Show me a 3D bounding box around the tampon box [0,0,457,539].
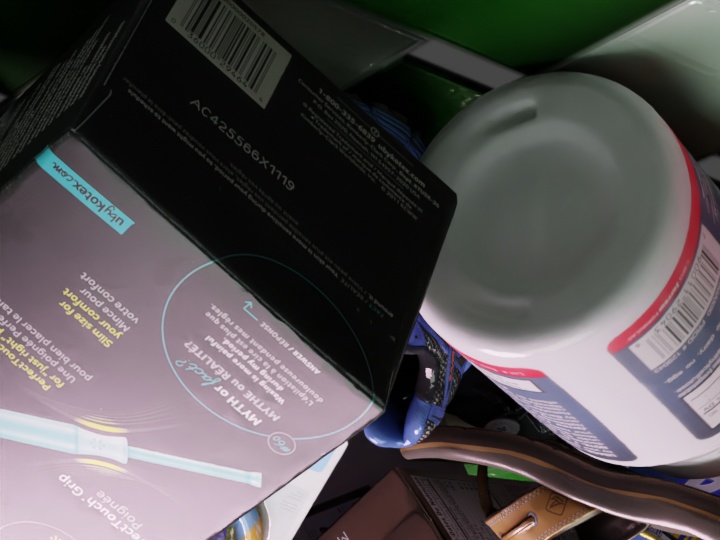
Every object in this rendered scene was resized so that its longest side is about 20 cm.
[{"bbox_3d":[-0.091,0.014,0.918,0.150,0.127,0.200,41,127,-15],"label":"tampon box"}]

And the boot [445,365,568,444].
[{"bbox_3d":[0.057,0.064,1.228,0.199,0.066,0.164,19,156,-40],"label":"boot"}]

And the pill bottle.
[{"bbox_3d":[0.108,0.013,1.010,0.119,0.120,0.200,-6,155,26],"label":"pill bottle"}]

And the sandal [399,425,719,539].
[{"bbox_3d":[0.098,0.109,1.106,0.199,0.055,0.082,16,179,30],"label":"sandal"}]

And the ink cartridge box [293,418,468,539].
[{"bbox_3d":[-0.058,0.140,1.294,0.199,0.085,0.146,-18,172,-34],"label":"ink cartridge box"}]

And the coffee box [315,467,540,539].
[{"bbox_3d":[0.049,0.166,1.227,0.113,0.080,0.200,-44,154,20],"label":"coffee box"}]

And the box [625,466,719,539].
[{"bbox_3d":[0.202,0.149,1.174,0.199,0.064,0.070,25,144,7],"label":"box"}]

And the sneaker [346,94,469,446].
[{"bbox_3d":[0.000,0.000,1.012,0.075,0.079,0.200,-7,140,27],"label":"sneaker"}]

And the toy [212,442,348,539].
[{"bbox_3d":[-0.098,0.140,1.124,0.115,0.047,0.201,21,124,-14],"label":"toy"}]
